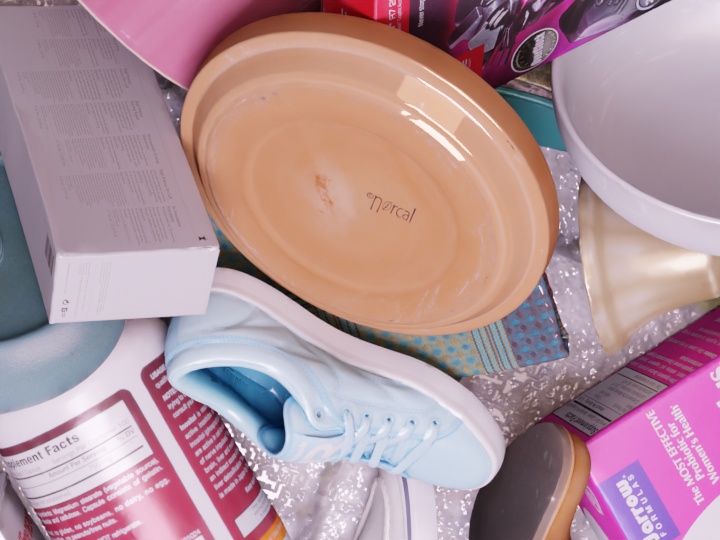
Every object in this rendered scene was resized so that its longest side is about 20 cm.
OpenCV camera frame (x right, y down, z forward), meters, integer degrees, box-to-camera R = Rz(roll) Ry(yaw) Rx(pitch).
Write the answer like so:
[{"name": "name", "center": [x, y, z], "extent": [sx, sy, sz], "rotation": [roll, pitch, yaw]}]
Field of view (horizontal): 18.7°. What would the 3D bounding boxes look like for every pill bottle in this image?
[{"name": "pill bottle", "center": [-0.129, 0.096, 1.173], "extent": [0.113, 0.113, 0.201], "rotation": [-30, 98, -6]}]

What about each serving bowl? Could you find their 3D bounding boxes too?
[{"name": "serving bowl", "center": [0.197, -0.080, 1.158], "extent": [0.199, 0.066, 0.201], "rotation": [1, 52, -1]}]

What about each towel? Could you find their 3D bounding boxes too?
[{"name": "towel", "center": [0.000, 0.000, 1.175], "extent": [0.199, 0.022, 0.147], "rotation": [-12, 112, 20]}]

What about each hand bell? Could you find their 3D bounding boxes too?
[{"name": "hand bell", "center": [0.226, -0.017, 1.188], "extent": [0.199, 0.104, 0.105], "rotation": [-7, 96, 17]}]

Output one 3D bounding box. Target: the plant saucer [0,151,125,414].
[{"name": "plant saucer", "center": [-0.212, -0.007, 1.091], "extent": [0.199, 0.201, 0.028], "rotation": [10, 130, -10]}]

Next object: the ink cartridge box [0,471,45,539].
[{"name": "ink cartridge box", "center": [-0.173, 0.223, 1.160], "extent": [0.083, 0.145, 0.201], "rotation": [-31, 98, -4]}]

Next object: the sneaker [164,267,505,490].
[{"name": "sneaker", "center": [-0.018, 0.080, 1.154], "extent": [0.199, 0.074, 0.082], "rotation": [26, 46, -9]}]

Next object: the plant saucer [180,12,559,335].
[{"name": "plant saucer", "center": [0.000, -0.039, 1.085], "extent": [0.200, 0.200, 0.032], "rotation": [36, 51, -10]}]

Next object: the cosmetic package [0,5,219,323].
[{"name": "cosmetic package", "center": [-0.138, -0.058, 1.118], "extent": [0.082, 0.201, 0.051], "rotation": [-4, 134, -19]}]

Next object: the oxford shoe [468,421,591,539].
[{"name": "oxford shoe", "center": [0.098, 0.159, 1.208], "extent": [0.071, 0.072, 0.201], "rotation": [4, 132, -14]}]

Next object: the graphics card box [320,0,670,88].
[{"name": "graphics card box", "center": [0.074, -0.152, 1.092], "extent": [0.199, 0.126, 0.051], "rotation": [-28, 58, -20]}]

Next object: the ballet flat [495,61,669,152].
[{"name": "ballet flat", "center": [0.140, -0.092, 1.232], "extent": [0.199, 0.071, 0.071], "rotation": [19, 91, -10]}]

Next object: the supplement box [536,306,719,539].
[{"name": "supplement box", "center": [0.214, 0.084, 1.234], "extent": [0.199, 0.103, 0.102], "rotation": [-32, 98, -4]}]

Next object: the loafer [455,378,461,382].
[{"name": "loafer", "center": [0.022, -0.025, 1.207], "extent": [0.075, 0.070, 0.201], "rotation": [-3, 114, 19]}]

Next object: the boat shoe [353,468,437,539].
[{"name": "boat shoe", "center": [-0.001, 0.199, 1.227], "extent": [0.069, 0.071, 0.201], "rotation": [5, 100, -12]}]

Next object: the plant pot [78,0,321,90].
[{"name": "plant pot", "center": [-0.064, -0.197, 1.132], "extent": [0.200, 0.200, 0.179], "rotation": [43, 102, -10]}]
